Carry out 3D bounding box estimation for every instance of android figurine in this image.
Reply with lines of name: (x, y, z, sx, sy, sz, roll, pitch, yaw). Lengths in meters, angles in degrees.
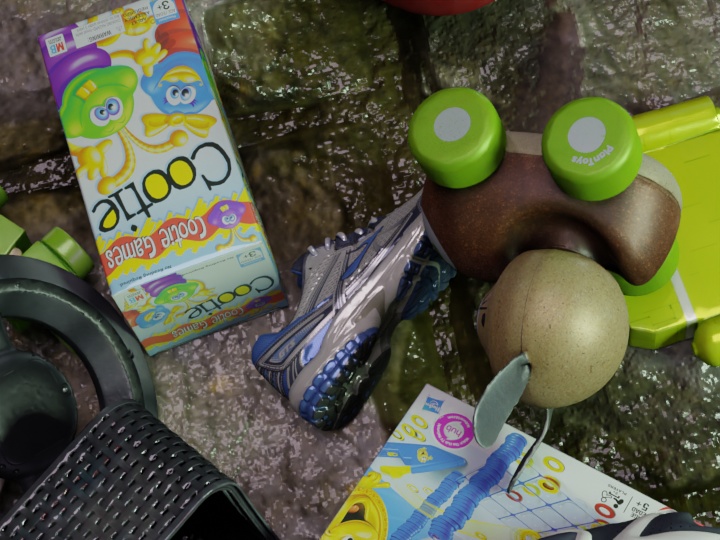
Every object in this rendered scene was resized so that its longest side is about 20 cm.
android figurine: (0.218, -0.024, 1.122, 0.198, 0.041, 0.183, -15, 66, -1)

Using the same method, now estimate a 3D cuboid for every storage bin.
storage bin: (-0.154, 0.193, 1.013, 0.093, 0.135, 0.200, 33, 74, 29)

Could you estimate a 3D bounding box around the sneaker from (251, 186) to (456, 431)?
sneaker: (0.000, 0.000, 1.121, 0.085, 0.077, 0.200, 29, 72, 24)

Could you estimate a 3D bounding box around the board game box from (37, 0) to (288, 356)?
board game box: (-0.131, -0.066, 1.149, 0.104, 0.103, 0.201, -20, 65, -1)

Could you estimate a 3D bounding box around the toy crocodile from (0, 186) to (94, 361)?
toy crocodile: (-0.240, -0.011, 1.169, 0.200, 0.062, 0.068, 37, 75, 15)

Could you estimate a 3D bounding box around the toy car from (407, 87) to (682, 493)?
toy car: (0.096, 0.022, 1.012, 0.157, 0.164, 0.201, 6, 68, 23)

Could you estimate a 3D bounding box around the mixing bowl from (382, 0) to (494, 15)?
mixing bowl: (0.055, -0.253, 1.204, 0.198, 0.109, 0.202, -2, 66, 5)

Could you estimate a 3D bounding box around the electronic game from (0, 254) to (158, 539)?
electronic game: (-0.212, 0.089, 1.068, 0.199, 0.041, 0.202, 12, 71, -36)

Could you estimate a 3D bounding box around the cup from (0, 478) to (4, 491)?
cup: (-0.339, 0.097, 1.072, 0.142, 0.200, 0.202, -12, 61, 37)

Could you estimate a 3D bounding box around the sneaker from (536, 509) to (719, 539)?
sneaker: (0.183, 0.192, 0.911, 0.129, 0.080, 0.199, -22, 31, -19)

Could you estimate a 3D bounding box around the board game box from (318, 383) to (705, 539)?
board game box: (0.074, 0.191, 1.007, 0.199, 0.056, 0.196, 26, 54, 17)
